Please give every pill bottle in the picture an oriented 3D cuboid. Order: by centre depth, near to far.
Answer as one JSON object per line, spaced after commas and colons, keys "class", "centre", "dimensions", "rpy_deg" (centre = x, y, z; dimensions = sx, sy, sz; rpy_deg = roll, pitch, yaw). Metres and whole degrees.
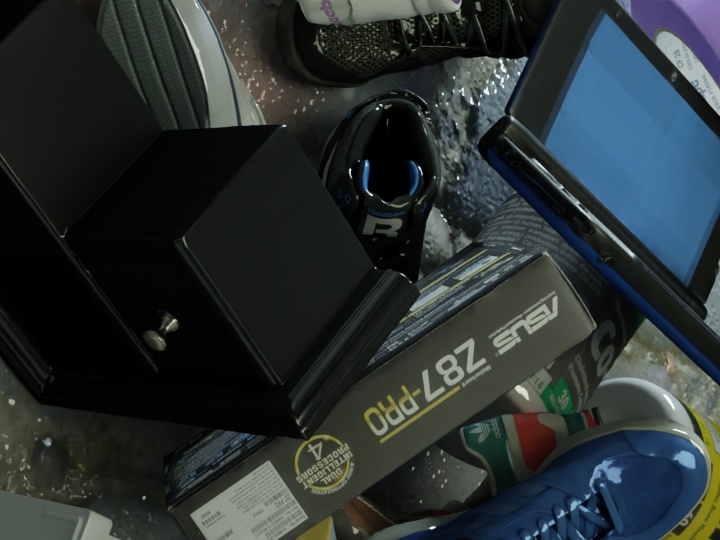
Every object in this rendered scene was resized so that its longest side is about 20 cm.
{"class": "pill bottle", "centre": [0.112, 0.017, 1.009], "dimensions": [0.200, 0.113, 0.113], "rpy_deg": [-50, 123, -31]}
{"class": "pill bottle", "centre": [0.219, 0.157, 1.119], "dimensions": [0.200, 0.114, 0.114], "rpy_deg": [31, 70, -41]}

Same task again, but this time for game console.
{"class": "game console", "centre": [0.172, -0.041, 0.912], "dimensions": [0.118, 0.171, 0.200], "rpy_deg": [-47, 123, 6]}

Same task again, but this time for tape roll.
{"class": "tape roll", "centre": [0.253, -0.111, 1.084], "dimensions": [0.066, 0.200, 0.200], "rpy_deg": [-29, 117, -1]}

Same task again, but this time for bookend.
{"class": "bookend", "centre": [-0.111, -0.033, 0.729], "dimensions": [0.092, 0.200, 0.199], "rpy_deg": [-51, 125, -31]}

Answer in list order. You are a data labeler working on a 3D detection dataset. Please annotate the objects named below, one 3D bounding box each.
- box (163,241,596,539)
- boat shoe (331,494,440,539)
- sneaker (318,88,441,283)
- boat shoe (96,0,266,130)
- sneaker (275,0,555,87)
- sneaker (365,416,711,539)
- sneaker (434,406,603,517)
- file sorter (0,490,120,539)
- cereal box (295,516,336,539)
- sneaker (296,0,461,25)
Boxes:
{"class": "box", "centre": [0.000, 0.060, 0.787], "dimensions": [0.200, 0.161, 0.049], "rpy_deg": [-35, 98, -6]}
{"class": "boat shoe", "centre": [0.031, 0.174, 0.971], "dimensions": [0.200, 0.076, 0.072], "rpy_deg": [50, 52, -41]}
{"class": "sneaker", "centre": [0.000, 0.000, 0.893], "dimensions": [0.073, 0.112, 0.200], "rpy_deg": [5, 80, -7]}
{"class": "boat shoe", "centre": [-0.081, -0.065, 0.859], "dimensions": [0.067, 0.074, 0.200], "rpy_deg": [-44, 131, -51]}
{"class": "sneaker", "centre": [0.050, -0.149, 0.945], "dimensions": [0.199, 0.114, 0.076], "rpy_deg": [-13, 99, -41]}
{"class": "sneaker", "centre": [0.086, 0.145, 0.828], "dimensions": [0.111, 0.200, 0.077], "rpy_deg": [-82, 149, -73]}
{"class": "sneaker", "centre": [0.083, 0.163, 0.936], "dimensions": [0.093, 0.070, 0.200], "rpy_deg": [3, 118, -5]}
{"class": "file sorter", "centre": [-0.150, 0.211, 0.742], "dimensions": [0.125, 0.139, 0.200], "rpy_deg": [32, 70, -41]}
{"class": "cereal box", "centre": [-0.028, 0.240, 0.846], "dimensions": [0.144, 0.039, 0.200], "rpy_deg": [-79, 164, -46]}
{"class": "sneaker", "centre": [0.001, -0.194, 0.894], "dimensions": [0.200, 0.100, 0.075], "rpy_deg": [-91, 164, -56]}
